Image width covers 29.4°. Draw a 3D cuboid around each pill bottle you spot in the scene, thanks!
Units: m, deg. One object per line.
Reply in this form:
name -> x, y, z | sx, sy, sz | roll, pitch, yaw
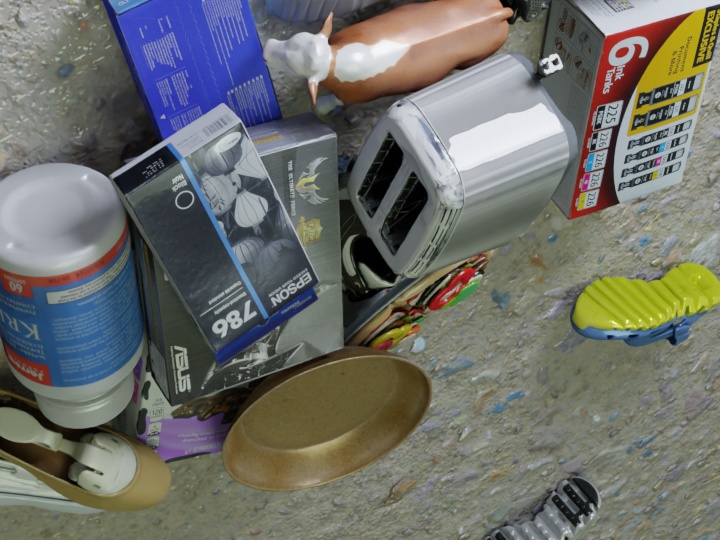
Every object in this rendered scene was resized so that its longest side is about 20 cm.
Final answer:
pill bottle -> -0.224, 0.027, 1.052 | 0.111, 0.113, 0.202 | -20, 138, -19

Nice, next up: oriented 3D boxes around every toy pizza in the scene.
toy pizza -> 0.051, 0.036, 1.256 | 0.199, 0.032, 0.200 | -37, 171, -7

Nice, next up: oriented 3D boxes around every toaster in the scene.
toaster -> 0.075, -0.078, 1.047 | 0.128, 0.114, 0.200 | -24, 164, -26

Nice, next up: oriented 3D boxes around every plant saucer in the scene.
plant saucer -> -0.033, 0.126, 1.221 | 0.198, 0.036, 0.201 | -17, 145, -12

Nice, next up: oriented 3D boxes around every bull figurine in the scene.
bull figurine -> 0.018, -0.162, 1.034 | 0.197, 0.121, 0.066 | -14, 93, -17

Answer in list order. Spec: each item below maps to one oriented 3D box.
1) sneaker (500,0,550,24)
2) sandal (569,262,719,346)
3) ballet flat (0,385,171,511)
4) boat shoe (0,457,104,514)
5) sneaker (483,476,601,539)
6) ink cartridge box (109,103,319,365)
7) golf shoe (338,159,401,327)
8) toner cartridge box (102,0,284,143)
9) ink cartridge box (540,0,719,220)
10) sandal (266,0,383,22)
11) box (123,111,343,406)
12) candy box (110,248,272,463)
sneaker -> 0.166, -0.252, 1.091 | 0.197, 0.077, 0.115 | 2, 130, -34
sandal -> 0.309, 0.053, 1.502 | 0.198, 0.080, 0.088 | -5, 136, -30
ballet flat -> -0.246, 0.149, 1.130 | 0.198, 0.063, 0.069 | 23, 75, -15
boat shoe -> -0.265, 0.166, 1.192 | 0.198, 0.074, 0.067 | -1, 132, -35
sneaker -> 0.225, 0.347, 1.743 | 0.199, 0.075, 0.081 | -34, 150, -1
ink cartridge box -> -0.095, -0.014, 1.002 | 0.099, 0.039, 0.201 | -35, 131, -10
golf shoe -> 0.000, 0.000, 1.206 | 0.077, 0.095, 0.201 | -25, 142, -14
toner cartridge box -> -0.117, -0.143, 1.014 | 0.094, 0.043, 0.201 | -28, 141, -12
ink cartridge box -> 0.251, -0.167, 1.228 | 0.174, 0.084, 0.202 | -19, 138, -21
sandal -> 0.025, -0.244, 1.011 | 0.204, 0.060, 0.079 | -13, 146, 6
box -> -0.093, -0.008, 1.065 | 0.157, 0.048, 0.202 | -16, 126, -23
candy box -> -0.124, 0.067, 1.197 | 0.166, 0.072, 0.202 | -10, 135, -27
